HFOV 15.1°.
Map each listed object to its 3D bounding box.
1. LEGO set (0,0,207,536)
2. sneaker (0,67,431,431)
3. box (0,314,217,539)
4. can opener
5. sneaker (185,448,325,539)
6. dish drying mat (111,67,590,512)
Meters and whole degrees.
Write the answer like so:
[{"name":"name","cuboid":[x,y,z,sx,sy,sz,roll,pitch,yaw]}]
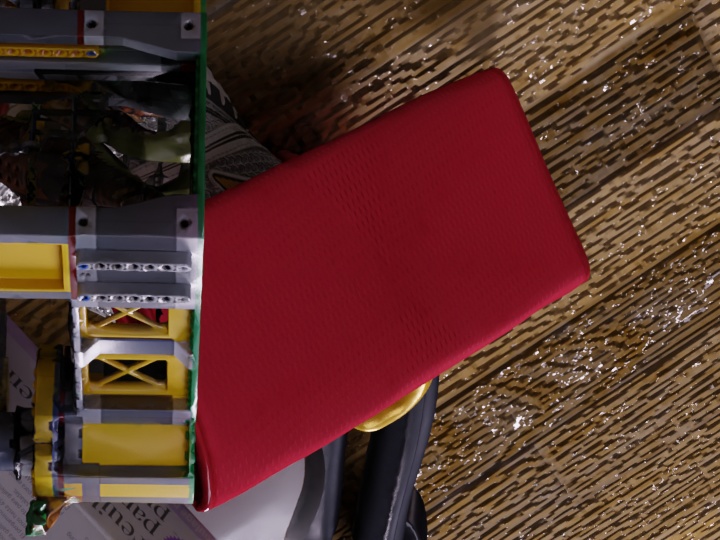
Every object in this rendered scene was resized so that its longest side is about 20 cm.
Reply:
[{"name":"LEGO set","cuboid":[-0.095,-0.043,0.649,0.115,0.201,0.154,1,160,-4]},{"name":"sneaker","cuboid":[-0.042,-0.007,0.803,0.078,0.082,0.200,-45,142,19]},{"name":"box","cuboid":[-0.115,0.024,0.704,0.041,0.200,0.039,-41,-175,26]},{"name":"can opener","cuboid":[-0.005,0.084,0.970,0.063,0.079,0.201,1,134,0]},{"name":"sneaker","cuboid":[-0.111,0.100,0.895,0.201,0.067,0.108,-35,148,9]},{"name":"dish drying mat","cuboid":[0.000,0.000,0.792,0.018,0.077,0.200,-22,-176,39]}]
